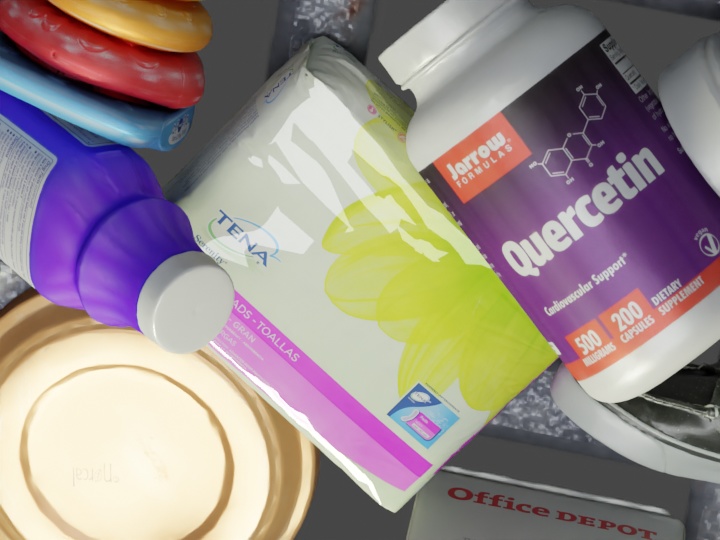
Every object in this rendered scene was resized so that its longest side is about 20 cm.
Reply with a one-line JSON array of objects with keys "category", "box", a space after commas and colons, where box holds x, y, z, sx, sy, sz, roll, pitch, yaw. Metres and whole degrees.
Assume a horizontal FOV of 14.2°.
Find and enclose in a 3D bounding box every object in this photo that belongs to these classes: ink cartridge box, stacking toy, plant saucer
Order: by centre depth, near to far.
[{"category": "stacking toy", "box": [-0.101, -0.167, 1.380, 0.109, 0.116, 0.201, 24, 103, 3]}, {"category": "ink cartridge box", "box": [0.083, 0.196, 1.457, 0.144, 0.200, 0.084, 12, 120, 3]}, {"category": "plant saucer", "box": [-0.121, 0.094, 1.535, 0.199, 0.032, 0.201, 4, 116, 8]}]

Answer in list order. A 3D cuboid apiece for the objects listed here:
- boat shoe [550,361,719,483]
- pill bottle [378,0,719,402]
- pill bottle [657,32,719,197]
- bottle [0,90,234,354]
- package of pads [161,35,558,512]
[{"category": "boat shoe", "box": [0.195, 0.070, 1.454, 0.199, 0.071, 0.064, 18, 118, -8]}, {"category": "pill bottle", "box": [0.098, -0.044, 1.364, 0.112, 0.112, 0.200, -37, 92, 23]}, {"category": "pill bottle", "box": [0.243, -0.109, 1.330, 0.200, 0.114, 0.114, -37, 105, 23]}, {"category": "bottle", "box": [-0.135, -0.026, 1.398, 0.200, 0.065, 0.084, 36, 124, 42]}, {"category": "package of pads", "box": [0.000, 0.000, 1.443, 0.200, 0.068, 0.154, 41, 110, -12]}]
